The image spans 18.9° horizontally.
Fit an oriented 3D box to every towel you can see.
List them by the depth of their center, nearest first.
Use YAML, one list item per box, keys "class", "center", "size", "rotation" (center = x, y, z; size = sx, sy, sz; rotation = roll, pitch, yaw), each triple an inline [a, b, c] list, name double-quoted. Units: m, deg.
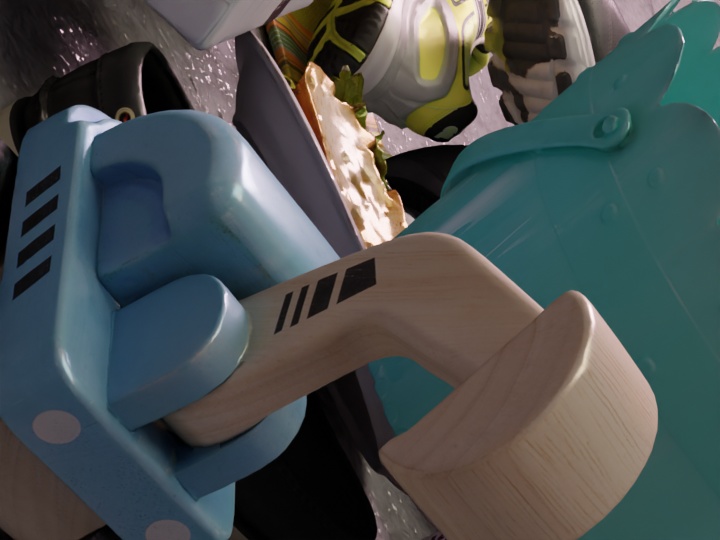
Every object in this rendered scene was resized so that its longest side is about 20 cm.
- class: "towel"
  center: [-0.029, -0.137, 1.046]
  size: [0.086, 0.018, 0.201]
  rotation: [36, 33, -56]

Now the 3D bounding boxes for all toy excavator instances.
- class: "toy excavator"
  center: [-0.031, 0.014, 0.556]
  size: [0.100, 0.199, 0.195]
  rotation: [49, 23, -34]

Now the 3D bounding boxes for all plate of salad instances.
- class: "plate of salad"
  center: [0.000, 0.000, 0.803]
  size: [0.200, 0.048, 0.201]
  rotation: [157, -90, -83]

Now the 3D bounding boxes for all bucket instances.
- class: "bucket"
  center: [0.104, 0.030, 0.685]
  size: [0.207, 0.134, 0.208]
  rotation: [47, 22, -25]

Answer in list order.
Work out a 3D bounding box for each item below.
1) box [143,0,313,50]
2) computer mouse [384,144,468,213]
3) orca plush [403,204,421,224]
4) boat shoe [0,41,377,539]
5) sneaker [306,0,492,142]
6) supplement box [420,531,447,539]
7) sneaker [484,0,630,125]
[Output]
- class: "box"
  center: [-0.050, -0.219, 0.737]
  size: [0.200, 0.199, 0.131]
  rotation: [41, 21, 3]
- class: "computer mouse"
  center: [0.089, 0.008, 0.979]
  size: [0.200, 0.053, 0.139]
  rotation: [40, -26, 21]
- class: "orca plush"
  center: [0.067, 0.039, 0.903]
  size: [0.200, 0.071, 0.105]
  rotation: [49, -8, 22]
- class: "boat shoe"
  center: [-0.047, 0.019, 0.728]
  size: [0.202, 0.063, 0.074]
  rotation: [60, 17, -15]
- class: "sneaker"
  center: [0.029, -0.128, 1.038]
  size: [0.076, 0.075, 0.201]
  rotation: [40, 38, -17]
- class: "supplement box"
  center: [0.060, 0.142, 0.772]
  size: [0.061, 0.108, 0.200]
  rotation: [58, 19, -10]
- class: "sneaker"
  center: [0.119, -0.069, 0.994]
  size: [0.074, 0.084, 0.201]
  rotation: [29, -38, 57]
